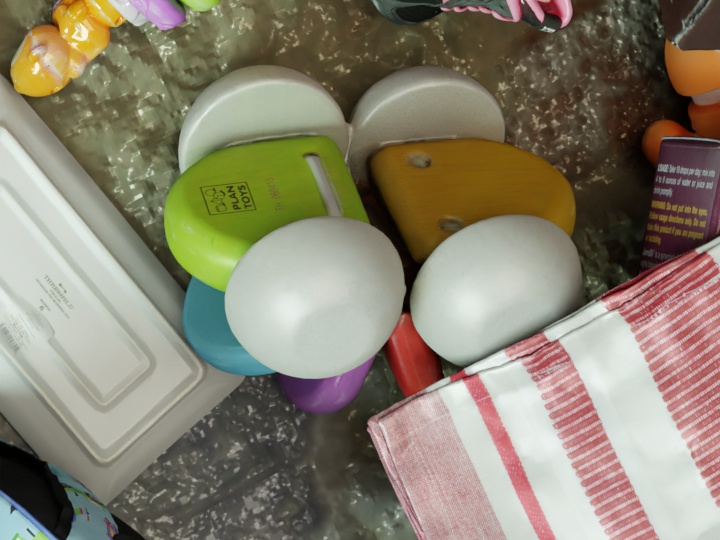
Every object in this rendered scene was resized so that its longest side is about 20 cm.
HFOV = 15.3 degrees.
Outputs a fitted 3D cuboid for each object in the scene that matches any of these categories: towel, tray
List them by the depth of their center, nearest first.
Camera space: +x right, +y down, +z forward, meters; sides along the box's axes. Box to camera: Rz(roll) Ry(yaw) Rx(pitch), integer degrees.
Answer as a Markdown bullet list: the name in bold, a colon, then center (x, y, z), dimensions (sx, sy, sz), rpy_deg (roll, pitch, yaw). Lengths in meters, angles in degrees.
- **towel**: center (0.117, 0.087, 1.190), dimensions (0.200, 0.023, 0.144), rpy_deg (-28, 83, 13)
- **tray**: center (-0.150, 0.012, 1.287), dimensions (0.107, 0.022, 0.200), rpy_deg (-42, 105, -11)

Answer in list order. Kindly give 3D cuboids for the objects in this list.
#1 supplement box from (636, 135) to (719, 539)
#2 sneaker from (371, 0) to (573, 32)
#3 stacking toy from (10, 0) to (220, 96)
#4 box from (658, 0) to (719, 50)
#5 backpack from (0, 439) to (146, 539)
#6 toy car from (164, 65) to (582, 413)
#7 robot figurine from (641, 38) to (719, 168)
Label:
- **supplement box**: center (0.197, 0.046, 1.255), dimensions (0.130, 0.103, 0.201), rpy_deg (9, 92, -11)
- **sneaker**: center (0.059, -0.145, 1.252), dimensions (0.079, 0.200, 0.096), rpy_deg (-28, 84, -22)
- **stacking toy**: center (-0.091, -0.155, 1.266), dimensions (0.200, 0.116, 0.110), rpy_deg (-42, 85, 5)
- **box**: center (0.247, -0.211, 1.250), dimensions (0.199, 0.166, 0.165), rpy_deg (-1, 66, -18)
- **backpack**: center (-0.142, 0.166, 1.206), dimensions (0.182, 0.200, 0.135), rpy_deg (40, 81, -18)
- **toy car**: center (0.000, 0.000, 1.283), dimensions (0.199, 0.175, 0.150), rpy_deg (-1, 130, -19)
- **robot figurine**: center (0.229, -0.083, 1.361), dimensions (0.117, 0.144, 0.200), rpy_deg (-41, 103, -37)
